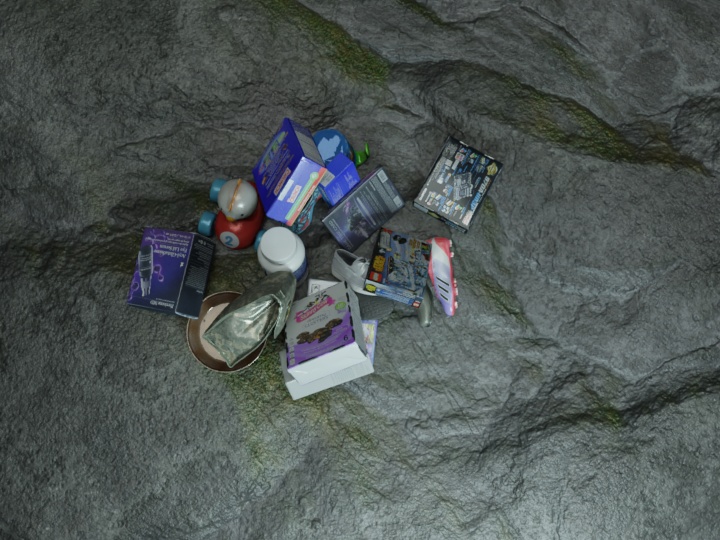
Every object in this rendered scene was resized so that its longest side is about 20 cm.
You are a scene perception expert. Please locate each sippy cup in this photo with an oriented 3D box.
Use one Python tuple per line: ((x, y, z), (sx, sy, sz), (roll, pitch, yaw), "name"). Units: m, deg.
((-0.076, -0.289, 1.696), (0.178, 0.130, 0.140), (-42, 83, -5), "sippy cup")

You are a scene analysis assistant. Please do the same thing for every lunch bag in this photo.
((-0.224, 0.095, 1.499), (0.200, 0.164, 0.118), (-38, 100, 17), "lunch bag")

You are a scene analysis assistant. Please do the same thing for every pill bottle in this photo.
((-0.185, -0.032, 1.617), (0.111, 0.200, 0.111), (0, 73, 0), "pill bottle")

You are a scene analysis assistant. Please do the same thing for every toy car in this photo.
((-0.299, -0.148, 1.641), (0.184, 0.200, 0.177), (18, 82, 3), "toy car")

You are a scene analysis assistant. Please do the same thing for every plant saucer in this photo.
((-0.327, 0.152, 1.680), (0.200, 0.037, 0.201), (0, 81, 1), "plant saucer")

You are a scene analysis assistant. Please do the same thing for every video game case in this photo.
((0.008, -0.147, 1.679), (0.200, 0.143, 0.019), (-42, 45, -5), "video game case")
((-0.048, 0.130, 1.676), (0.181, 0.045, 0.200), (7, 82, 3), "video game case")

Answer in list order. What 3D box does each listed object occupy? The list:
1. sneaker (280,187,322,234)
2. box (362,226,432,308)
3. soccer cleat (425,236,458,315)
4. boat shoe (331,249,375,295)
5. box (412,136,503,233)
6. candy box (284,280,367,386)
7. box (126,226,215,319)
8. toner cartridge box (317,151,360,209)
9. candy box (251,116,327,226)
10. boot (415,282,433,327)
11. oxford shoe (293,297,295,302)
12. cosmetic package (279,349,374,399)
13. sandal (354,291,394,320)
((-0.157, -0.162, 1.663), (0.079, 0.096, 0.200), (38, 120, 12), "sneaker")
((0.090, -0.010, 1.592), (0.137, 0.040, 0.200), (19, 42, -2), "box")
((0.199, 0.015, 1.686), (0.076, 0.067, 0.200), (-6, 79, 8), "soccer cleat")
((0.000, 0.000, 1.633), (0.072, 0.200, 0.069), (-13, 117, -29), "boat shoe")
((0.247, -0.218, 1.726), (0.159, 0.046, 0.200), (28, 83, 4), "box")
((-0.083, 0.139, 1.538), (0.168, 0.072, 0.200), (-23, 41, 11), "candy box")
((-0.458, 0.006, 1.649), (0.148, 0.104, 0.200), (7, 80, 19), "box")
((-0.047, -0.199, 1.646), (0.095, 0.200, 0.043), (-44, 70, -6), "toner cartridge box")
((-0.169, -0.233, 1.582), (0.077, 0.200, 0.169), (21, 118, -32), "candy box")
((0.103, 0.047, 1.665), (0.130, 0.068, 0.200), (-3, 73, -15), "boot")
((-0.247, 0.106, 1.634), (0.200, 0.071, 0.071), (-30, 81, -6), "oxford shoe")
((-0.080, 0.214, 1.585), (0.200, 0.071, 0.101), (-18, 42, -2), "cosmetic package")
((-0.016, 0.091, 1.641), (0.200, 0.048, 0.075), (-10, 83, 12), "sandal")
